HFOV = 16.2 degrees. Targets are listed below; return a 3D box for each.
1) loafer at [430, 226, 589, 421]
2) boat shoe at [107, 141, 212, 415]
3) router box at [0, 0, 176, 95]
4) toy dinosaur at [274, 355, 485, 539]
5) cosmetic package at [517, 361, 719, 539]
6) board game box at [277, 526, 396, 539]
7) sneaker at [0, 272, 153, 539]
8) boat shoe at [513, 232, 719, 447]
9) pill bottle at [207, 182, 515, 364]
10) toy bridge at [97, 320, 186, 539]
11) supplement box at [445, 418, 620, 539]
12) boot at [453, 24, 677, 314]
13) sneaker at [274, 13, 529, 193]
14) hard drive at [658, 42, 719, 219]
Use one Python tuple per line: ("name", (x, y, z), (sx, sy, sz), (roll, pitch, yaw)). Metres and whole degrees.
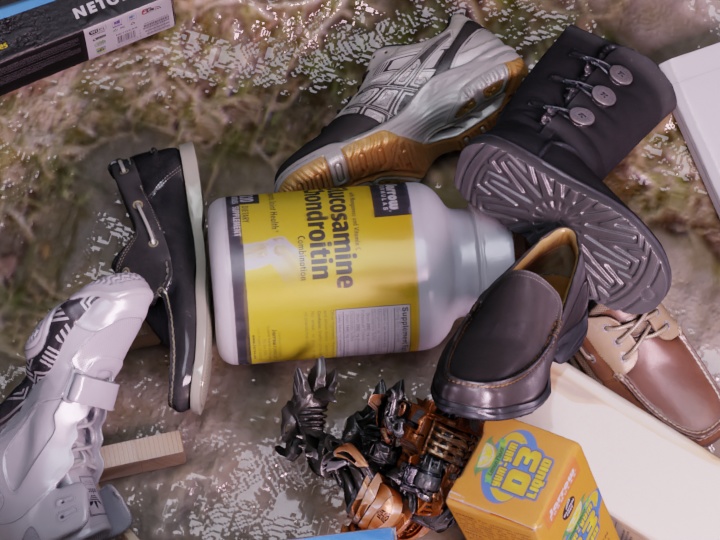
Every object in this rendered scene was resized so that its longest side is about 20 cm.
("loafer", (0.092, 0.032, 1.545), (0.072, 0.200, 0.073), (12, 113, 14))
("boat shoe", (-0.131, 0.008, 1.683), (0.067, 0.072, 0.201), (-6, 60, -5))
("router box", (-0.250, -0.206, 1.783), (0.199, 0.051, 0.150), (-23, 70, -10))
("toy dinosaur", (0.011, 0.129, 1.615), (0.200, 0.102, 0.136), (-40, 52, 0))
("cosmetic package", (0.185, 0.140, 1.630), (0.199, 0.105, 0.071), (32, 81, 9))
("board game box", (-0.076, 0.219, 1.546), (0.198, 0.196, 0.056), (-7, 69, -4))
("sneaker", (-0.179, 0.104, 1.623), (0.115, 0.075, 0.200), (45, 101, 21))
("boat shoe", (0.170, 0.038, 1.689), (0.076, 0.072, 0.200), (-41, 75, -15))
("pill bottle", (0.000, 0.000, 1.678), (0.198, 0.112, 0.113), (-5, 69, -3))
("toy bridge", (-0.149, 0.122, 1.672), (0.067, 0.027, 0.201), (-12, 68, -6))
("supplement box", (0.113, 0.165, 1.566), (0.068, 0.200, 0.067), (18, 68, 27))
("boot", (0.167, -0.072, 1.699), (0.165, 0.066, 0.200), (39, 35, 3))
("sneaker", (0.018, -0.105, 1.752), (0.199, 0.076, 0.088), (-29, 56, -14))
("hard drive", (0.305, -0.074, 1.762), (0.131, 0.026, 0.201), (-18, 70, -8))
